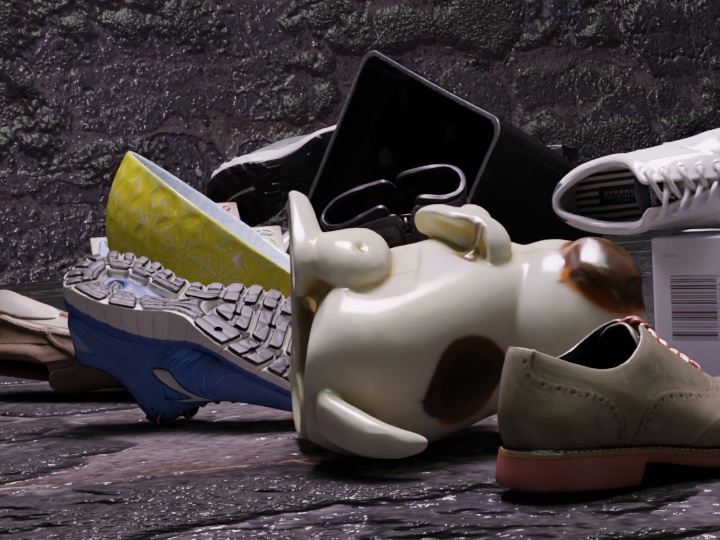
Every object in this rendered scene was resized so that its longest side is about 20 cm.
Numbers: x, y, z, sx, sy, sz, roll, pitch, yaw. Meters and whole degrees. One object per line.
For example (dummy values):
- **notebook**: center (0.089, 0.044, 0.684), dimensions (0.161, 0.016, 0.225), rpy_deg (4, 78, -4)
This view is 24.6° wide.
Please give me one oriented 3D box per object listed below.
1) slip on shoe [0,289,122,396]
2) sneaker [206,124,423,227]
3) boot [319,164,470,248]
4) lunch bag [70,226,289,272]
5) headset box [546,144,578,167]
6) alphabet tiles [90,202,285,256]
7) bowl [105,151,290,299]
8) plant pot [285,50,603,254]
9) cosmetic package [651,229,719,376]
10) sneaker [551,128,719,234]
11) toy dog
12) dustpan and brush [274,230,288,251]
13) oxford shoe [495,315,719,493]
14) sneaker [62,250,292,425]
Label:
- **slip on shoe**: center (-0.211, 0.069, 1.254), dimensions (0.198, 0.061, 0.076), rpy_deg (16, -20, 26)
- **sneaker**: center (-0.037, -0.094, 1.452), dimensions (0.198, 0.075, 0.079), rpy_deg (-9, 20, 22)
- **boot**: center (0.000, 0.000, 1.165), dimensions (0.198, 0.070, 0.132), rpy_deg (-27, -46, 10)
- **lunch bag**: center (-0.149, 0.019, 1.511), dimensions (0.198, 0.119, 0.163), rpy_deg (0, -2, -40)
- **headset box**: center (0.185, -0.044, 1.759), dimensions (0.092, 0.177, 0.200), rpy_deg (-2, 4, 13)
- **alphabet tiles**: center (-0.136, 0.015, 1.366), dimensions (0.164, 0.006, 0.201), rpy_deg (-3, 46, -13)
- **bowl**: center (-0.127, 0.008, 1.276), dimensions (0.199, 0.108, 0.200), rpy_deg (35, 2, -1)
- **plant pot**: center (0.084, -0.038, 1.344), dimensions (0.176, 0.202, 0.199), rpy_deg (13, 14, -37)
- **cosmetic package**: center (0.275, 0.019, 1.189), dimensions (0.070, 0.103, 0.199), rpy_deg (-1, 5, 29)
- **sneaker**: center (0.221, -0.054, 1.121), dimensions (0.198, 0.074, 0.070), rpy_deg (-13, 5, 41)
- **toy dog**: center (0.062, 0.030, 0.917), dimensions (0.197, 0.141, 0.194), rpy_deg (-4, 16, -7)
- **dustpan and brush**: center (-0.031, -0.017, 1.468), dimensions (0.138, 0.202, 0.057), rpy_deg (14, -32, -13)
- **oxford shoe**: center (0.150, 0.059, 0.807), dimensions (0.198, 0.076, 0.070), rpy_deg (-5, 3, -38)
- **sneaker**: center (-0.101, 0.057, 1.076), dimensions (0.198, 0.090, 0.079), rpy_deg (19, 35, 14)
